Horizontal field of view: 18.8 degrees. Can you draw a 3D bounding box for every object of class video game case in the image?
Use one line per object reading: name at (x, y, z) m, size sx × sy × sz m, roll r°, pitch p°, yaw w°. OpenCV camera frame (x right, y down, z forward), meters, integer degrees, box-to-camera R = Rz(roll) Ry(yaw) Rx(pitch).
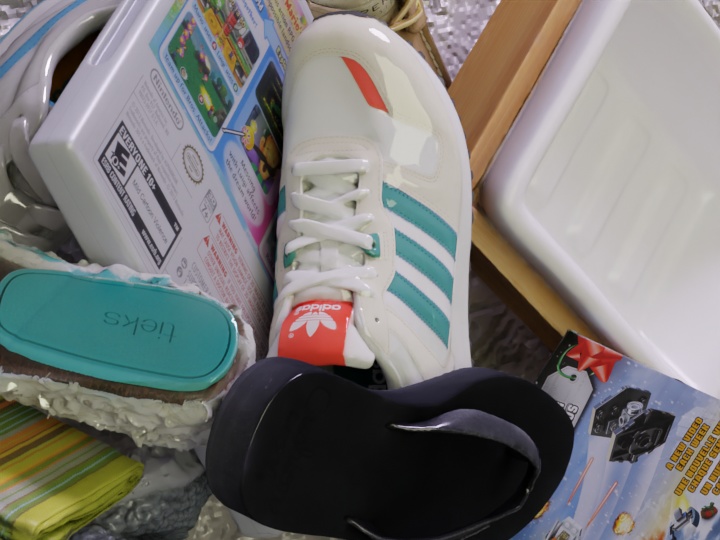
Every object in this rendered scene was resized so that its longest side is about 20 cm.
video game case at (-0.046, -0.028, 0.858) m, size 0.200 × 0.024 × 0.182 m, roll 65°, pitch 33°, yaw -35°

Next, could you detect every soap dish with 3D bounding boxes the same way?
soap dish at (0.113, -0.038, 0.970) m, size 0.200 × 0.081 × 0.157 m, roll 44°, pitch 68°, yaw -39°

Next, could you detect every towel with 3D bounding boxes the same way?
towel at (-0.179, 0.044, 0.771) m, size 0.086 × 0.200 × 0.018 m, roll -26°, pitch 138°, yaw -67°

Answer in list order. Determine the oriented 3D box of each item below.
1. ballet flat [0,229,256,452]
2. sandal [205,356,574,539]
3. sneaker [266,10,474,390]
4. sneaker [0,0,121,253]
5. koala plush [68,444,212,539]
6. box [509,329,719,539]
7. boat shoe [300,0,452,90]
ballet flat at (-0.133, 0.021, 0.761) m, size 0.200 × 0.072 × 0.072 m, roll 19°, pitch 78°, yaw 3°
sandal at (0.021, 0.075, 0.792) m, size 0.200 × 0.043 × 0.076 m, roll 7°, pitch 101°, yaw -53°
sneaker at (0.000, 0.001, 0.838) m, size 0.093 × 0.070 × 0.200 m, roll -23°, pitch 109°, yaw -69°
sneaker at (-0.141, -0.033, 0.851) m, size 0.076 × 0.081 × 0.200 m, roll 39°, pitch 72°, yaw -24°
koala plush at (-0.135, 0.142, 0.811) m, size 0.200 × 0.184 × 0.178 m, roll 1°, pitch 99°, yaw -49°
box at (0.088, 0.135, 0.871) m, size 0.200 × 0.137 × 0.040 m, roll -56°, pitch 139°, yaw -10°
boat shoe at (-0.012, -0.118, 0.933) m, size 0.074 × 0.066 × 0.200 m, roll -46°, pitch 112°, yaw -24°
